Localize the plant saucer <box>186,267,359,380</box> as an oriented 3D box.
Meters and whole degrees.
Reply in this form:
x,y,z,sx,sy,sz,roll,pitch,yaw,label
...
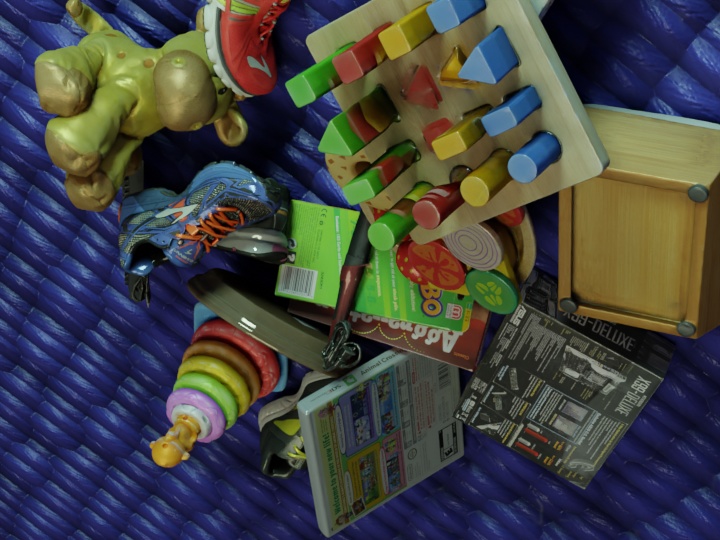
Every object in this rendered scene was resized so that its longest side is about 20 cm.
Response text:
x,y,z,sx,sy,sz,roll,pitch,yaw,label
-0.082,0.051,1.516,0.199,0.200,0.030,31,94,3,plant saucer

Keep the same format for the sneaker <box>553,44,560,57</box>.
x,y,z,sx,sy,sz,roll,pitch,yaw,label
0.090,-0.136,1.294,0.115,0.076,0.201,28,139,2,sneaker

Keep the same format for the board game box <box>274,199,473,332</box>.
x,y,z,sx,sy,sz,roll,pitch,yaw,label
0.019,-0.005,1.447,0.198,0.030,0.096,11,94,20,board game box

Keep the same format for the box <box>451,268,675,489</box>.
x,y,z,sx,sy,sz,roll,pitch,yaw,label
0.194,0.110,1.472,0.157,0.050,0.201,28,137,5,box

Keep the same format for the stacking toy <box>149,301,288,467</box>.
x,y,z,sx,sy,sz,roll,pitch,yaw,label
-0.164,0.138,1.599,0.115,0.200,0.110,17,135,15,stacking toy

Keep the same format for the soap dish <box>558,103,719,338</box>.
x,y,z,sx,sy,sz,roll,pitch,yaw,label
0.241,-0.038,1.290,0.156,0.081,0.201,12,132,21,soap dish

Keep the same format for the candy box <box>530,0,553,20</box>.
x,y,z,sx,sy,sz,roll,pitch,yaw,label
0.080,-0.285,1.169,0.199,0.072,0.168,33,137,1,candy box

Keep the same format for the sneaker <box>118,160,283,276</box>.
x,y,z,sx,sy,sz,roll,pitch,yaw,label
-0.151,-0.041,1.403,0.199,0.079,0.075,-18,142,38,sneaker

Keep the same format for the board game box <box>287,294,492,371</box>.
x,y,z,sx,sy,sz,roll,pitch,yaw,label
0.032,0.020,1.467,0.199,0.019,0.104,17,96,17,board game box

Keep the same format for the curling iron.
x,y,z,sx,sy,sz,roll,pitch,yaw,label
0.000,0.000,1.424,0.025,0.202,0.049,14,180,-35,curling iron

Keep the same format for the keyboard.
x,y,z,sx,sy,sz,roll,pitch,yaw,label
-0.234,-0.045,1.546,0.020,0.128,0.201,-8,137,-15,keyboard

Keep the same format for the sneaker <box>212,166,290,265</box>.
x,y,z,sx,sy,sz,roll,pitch,yaw,label
-0.133,-0.063,1.503,0.199,0.087,0.080,13,177,42,sneaker

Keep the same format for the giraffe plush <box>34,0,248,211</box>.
x,y,z,sx,sy,sz,roll,pitch,yaw,label
-0.188,-0.162,1.385,0.161,0.201,0.173,-3,136,10,giraffe plush

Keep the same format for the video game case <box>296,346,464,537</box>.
x,y,z,sx,sy,sz,roll,pitch,yaw,label
0.025,0.162,1.531,0.022,0.181,0.201,44,153,39,video game case

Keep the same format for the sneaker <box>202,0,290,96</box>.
x,y,z,sx,sy,sz,roll,pitch,yaw,label
-0.091,-0.236,1.315,0.084,0.077,0.201,7,132,18,sneaker

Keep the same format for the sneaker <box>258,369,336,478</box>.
x,y,z,sx,sy,sz,roll,pitch,yaw,label
-0.048,0.170,1.634,0.074,0.085,0.200,17,149,-24,sneaker

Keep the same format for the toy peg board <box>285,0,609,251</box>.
x,y,z,sx,sy,sz,roll,pitch,yaw,label
0.055,-0.120,1.176,0.198,0.098,0.201,-21,104,40,toy peg board

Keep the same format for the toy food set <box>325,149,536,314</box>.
x,y,z,sx,sy,sz,roll,pitch,yaw,label
0.069,-0.050,1.325,0.197,0.049,0.201,12,138,37,toy food set
